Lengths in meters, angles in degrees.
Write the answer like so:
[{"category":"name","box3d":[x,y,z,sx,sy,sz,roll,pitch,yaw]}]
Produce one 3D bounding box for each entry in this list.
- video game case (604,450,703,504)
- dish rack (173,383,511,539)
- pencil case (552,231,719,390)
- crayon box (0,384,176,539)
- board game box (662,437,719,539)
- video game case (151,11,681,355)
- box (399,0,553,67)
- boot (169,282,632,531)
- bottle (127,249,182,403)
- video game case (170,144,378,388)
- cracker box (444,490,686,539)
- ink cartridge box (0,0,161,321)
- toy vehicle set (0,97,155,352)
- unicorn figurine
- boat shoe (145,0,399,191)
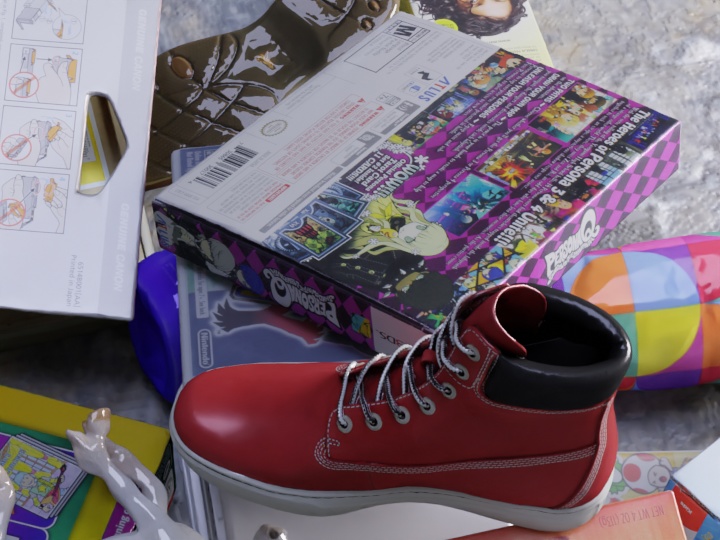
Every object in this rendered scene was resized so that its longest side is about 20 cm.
[{"category":"video game case","box3d":[0.182,0.173,1.203,0.180,0.023,0.201,-1,50,-4]},{"category":"dish rack","box3d":[0.004,0.119,1.179,0.170,0.044,0.202,-10,70,-4]},{"category":"pencil case","box3d":[0.130,0.028,1.285,0.198,0.089,0.089,-4,50,-7]},{"category":"crayon box","box3d":[-0.200,0.148,1.179,0.171,0.059,0.201,13,52,9]},{"category":"board game box","box3d":[0.272,0.133,1.193,0.199,0.056,0.196,-31,64,-34]},{"category":"video game case","box3d":[0.029,-0.043,1.211,0.180,0.036,0.200,24,47,31]},{"category":"box","box3d":[0.070,-0.111,1.417,0.075,0.050,0.201,-9,52,-11]},{"category":"boot","box3d":[0.014,0.045,1.056,0.198,0.145,0.073,5,57,4]},{"category":"bottle","box3d":[-0.024,-0.001,1.296,0.199,0.084,0.065,-24,51,-20]},{"category":"video game case","box3d":[0.000,0.000,1.213,0.181,0.023,0.201,-6,41,-2]},{"category":"cracker box","box3d":[0.098,0.211,1.098,0.133,0.058,0.202,-11,75,-13]},{"category":"ink cartridge box","box3d":[-0.198,-0.063,1.282,0.175,0.045,0.202,6,64,-7]},{"category":"toy vehicle set","box3d":[-0.186,-0.059,1.330,0.123,0.027,0.201,-11,71,-12]},{"category":"unicorn figurine","box3d":[-0.108,0.134,1.122,0.199,0.074,0.138,-27,75,-14]},{"category":"boat shoe","box3d":[-0.062,-0.098,1.389,0.199,0.068,0.072,-32,67,-6]}]
